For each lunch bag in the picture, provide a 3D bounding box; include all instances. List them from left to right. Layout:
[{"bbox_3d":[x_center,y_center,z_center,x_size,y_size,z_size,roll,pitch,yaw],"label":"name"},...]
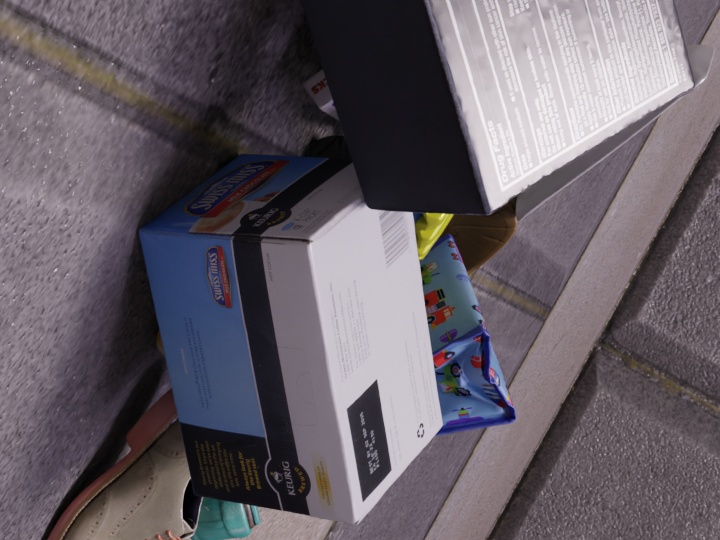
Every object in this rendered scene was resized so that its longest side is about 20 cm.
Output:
[{"bbox_3d":[0.004,0.075,1.467,0.151,0.199,0.095,-105,175,-60],"label":"lunch bag"}]

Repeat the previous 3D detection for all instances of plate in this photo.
[{"bbox_3d":[0.218,-0.130,1.632,0.199,0.032,0.200,-39,-178,19],"label":"plate"}]

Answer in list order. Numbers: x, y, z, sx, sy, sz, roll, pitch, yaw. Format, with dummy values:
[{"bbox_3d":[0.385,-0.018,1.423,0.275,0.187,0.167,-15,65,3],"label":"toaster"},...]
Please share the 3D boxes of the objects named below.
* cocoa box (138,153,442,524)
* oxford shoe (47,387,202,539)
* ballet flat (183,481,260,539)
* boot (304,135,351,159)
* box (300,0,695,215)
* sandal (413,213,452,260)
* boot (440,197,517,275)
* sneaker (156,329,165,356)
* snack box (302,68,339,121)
[{"bbox_3d":[-0.042,0.040,1.224,0.133,0.130,0.201,-41,129,-50],"label":"cocoa box"},{"bbox_3d":[-0.159,0.176,1.320,0.200,0.074,0.071,-53,166,3],"label":"oxford shoe"},{"bbox_3d":[-0.115,0.148,1.432,0.200,0.070,0.068,-103,180,-72],"label":"ballet flat"},{"bbox_3d":[0.000,0.000,1.430,0.131,0.067,0.202,25,65,-74],"label":"boot"},{"bbox_3d":[0.077,-0.164,1.138,0.198,0.123,0.201,-31,112,-35],"label":"box"},{"bbox_3d":[0.033,-0.073,1.327,0.080,0.087,0.200,-58,170,-19],"label":"sandal"},{"bbox_3d":[0.078,-0.051,1.700,0.200,0.072,0.155,-40,-157,38],"label":"boot"},{"bbox_3d":[-0.084,0.058,1.344,0.076,0.087,0.200,-56,164,-9],"label":"sneaker"},{"bbox_3d":[0.010,-0.134,1.330,0.072,0.024,0.200,-36,174,7],"label":"snack box"}]
